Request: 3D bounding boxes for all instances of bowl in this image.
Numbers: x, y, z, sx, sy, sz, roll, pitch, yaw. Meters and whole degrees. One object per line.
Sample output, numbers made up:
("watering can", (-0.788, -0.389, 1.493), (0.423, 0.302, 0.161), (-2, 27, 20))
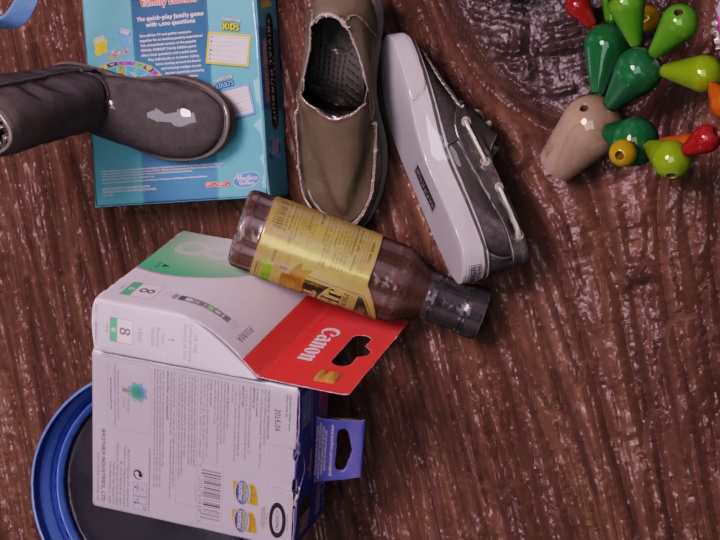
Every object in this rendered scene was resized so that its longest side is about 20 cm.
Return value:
("bowl", (-0.170, 0.180, 1.362), (0.199, 0.039, 0.202), (1, 94, 17))

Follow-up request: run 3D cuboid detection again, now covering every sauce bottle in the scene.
("sauce bottle", (0.000, 0.000, 1.270), (0.199, 0.065, 0.065), (20, 99, 0))

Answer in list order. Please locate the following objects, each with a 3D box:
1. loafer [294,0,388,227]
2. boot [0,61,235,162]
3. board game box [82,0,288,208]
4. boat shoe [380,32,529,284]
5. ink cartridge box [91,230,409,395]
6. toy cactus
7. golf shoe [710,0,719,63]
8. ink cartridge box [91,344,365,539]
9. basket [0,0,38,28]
("loafer", (-0.022, -0.119, 1.264), (0.075, 0.070, 0.201), (5, 114, 17))
("boot", (-0.208, -0.114, 1.219), (0.181, 0.200, 0.073), (9, 97, 17))
("board game box", (-0.140, -0.154, 1.325), (0.150, 0.047, 0.201), (-2, 93, 17))
("boat shoe", (0.070, -0.089, 1.263), (0.063, 0.071, 0.201), (-16, 79, -15))
("ink cartridge box", (-0.078, 0.029, 1.259), (0.199, 0.161, 0.050), (8, 111, 16))
("toy cactus", (0.180, -0.126, 1.195), (0.165, 0.102, 0.201), (-51, 47, 40))
("golf shoe", (0.289, -0.190, 1.183), (0.091, 0.075, 0.201), (-14, 91, 14))
("ink cartridge box", (-0.099, 0.124, 1.262), (0.199, 0.076, 0.137), (10, 112, 17))
("basket", (-0.265, -0.277, 1.283), (0.176, 0.139, 0.201), (7, 76, 56))
